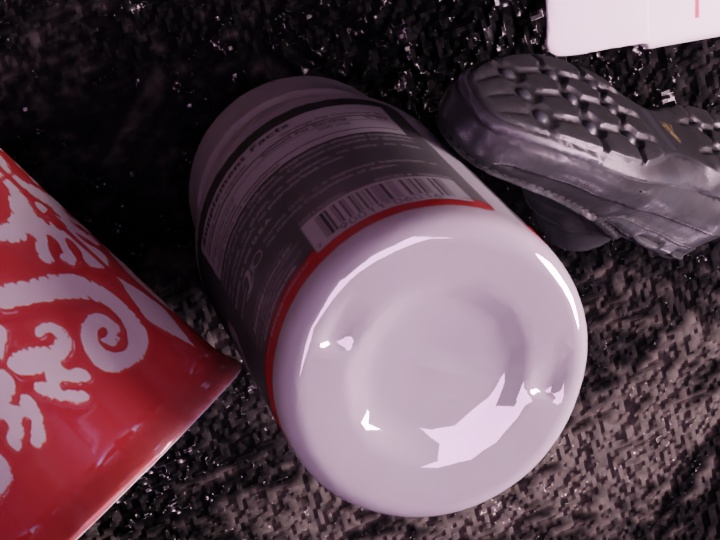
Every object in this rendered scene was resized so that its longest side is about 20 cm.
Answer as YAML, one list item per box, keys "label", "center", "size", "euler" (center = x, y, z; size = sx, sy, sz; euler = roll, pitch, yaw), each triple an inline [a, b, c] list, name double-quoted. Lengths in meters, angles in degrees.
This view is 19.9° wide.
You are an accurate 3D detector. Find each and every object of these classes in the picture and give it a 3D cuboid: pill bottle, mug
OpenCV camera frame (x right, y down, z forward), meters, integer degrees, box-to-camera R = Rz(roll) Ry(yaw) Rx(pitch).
- label: "pill bottle"
  center: [0.000, 0.000, 0.781]
  size: [0.113, 0.200, 0.115]
  euler: [-6, 112, -15]
- label: "mug"
  center: [-0.174, 0.026, 0.748]
  size: [0.177, 0.133, 0.200]
  euler: [-44, 92, -5]

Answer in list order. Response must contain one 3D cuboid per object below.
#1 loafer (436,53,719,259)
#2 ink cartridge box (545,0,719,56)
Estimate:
- label: "loafer"
  center: [0.096, -0.038, 0.838]
  size: [0.200, 0.068, 0.070]
  euler: [10, 129, -50]
- label: "ink cartridge box"
  center: [0.156, -0.162, 0.839]
  size: [0.199, 0.067, 0.118]
  euler: [-10, 114, -13]
